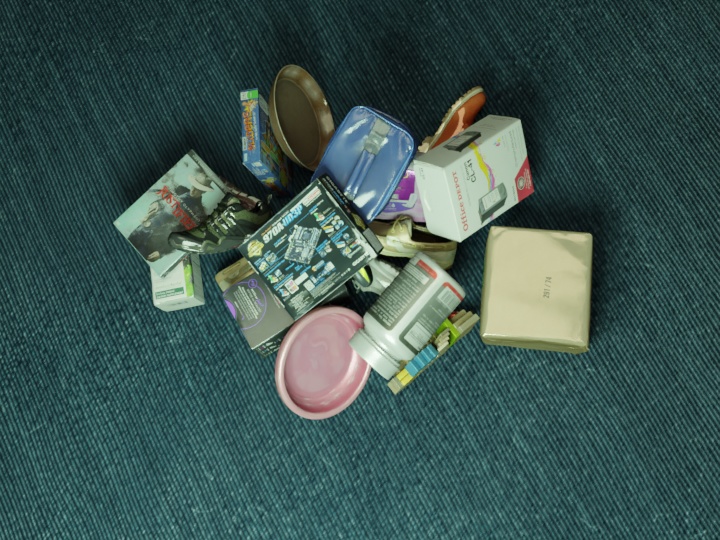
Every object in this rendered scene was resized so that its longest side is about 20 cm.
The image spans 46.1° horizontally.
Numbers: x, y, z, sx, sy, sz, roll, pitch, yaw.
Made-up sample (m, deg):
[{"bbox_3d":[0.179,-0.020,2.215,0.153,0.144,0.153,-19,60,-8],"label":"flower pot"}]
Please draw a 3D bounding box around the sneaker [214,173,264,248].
[{"bbox_3d":[-0.272,-0.109,1.580,0.198,0.076,0.116,25,58,11],"label":"sneaker"}]

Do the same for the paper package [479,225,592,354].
[{"bbox_3d":[0.307,0.035,1.489,0.187,0.104,0.203,5,78,7],"label":"paper package"}]

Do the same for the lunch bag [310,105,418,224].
[{"bbox_3d":[0.002,-0.174,1.433,0.135,0.132,0.202,30,102,4],"label":"lunch bag"}]

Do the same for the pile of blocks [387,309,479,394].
[{"bbox_3d":[0.116,0.129,1.497,0.199,0.082,0.062,-41,76,-4],"label":"pile of blocks"}]

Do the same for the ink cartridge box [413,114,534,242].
[{"bbox_3d":[0.202,-0.164,1.487,0.199,0.149,0.085,-34,33,-28],"label":"ink cartridge box"}]

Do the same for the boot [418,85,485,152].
[{"bbox_3d":[0.189,-0.245,1.587,0.107,0.075,0.201,37,91,10],"label":"boot"}]

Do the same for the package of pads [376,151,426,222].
[{"bbox_3d":[0.043,-0.159,1.550,0.197,0.122,0.076,5,36,8],"label":"package of pads"}]

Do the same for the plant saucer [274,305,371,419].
[{"bbox_3d":[-0.068,0.156,1.477,0.051,0.200,0.202,21,76,52],"label":"plant saucer"}]

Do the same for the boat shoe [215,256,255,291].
[{"bbox_3d":[-0.181,-0.027,1.570,0.199,0.071,0.065,-38,77,-2],"label":"boat shoe"}]

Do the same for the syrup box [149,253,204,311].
[{"bbox_3d":[-0.349,-0.033,1.584,0.077,0.081,0.203,-10,77,3],"label":"syrup box"}]

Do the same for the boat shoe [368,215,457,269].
[{"bbox_3d":[0.081,-0.064,1.536,0.197,0.067,0.074,15,35,-3],"label":"boat shoe"}]

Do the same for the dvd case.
[{"bbox_3d":[-0.334,-0.104,1.546,0.200,0.022,0.146,-43,75,-6],"label":"dvd case"}]

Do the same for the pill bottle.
[{"bbox_3d":[0.077,0.078,1.450,0.114,0.114,0.200,41,89,13],"label":"pill bottle"}]

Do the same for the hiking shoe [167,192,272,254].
[{"bbox_3d":[-0.247,-0.085,1.496,0.197,0.075,0.102,-9,99,-27],"label":"hiking shoe"}]

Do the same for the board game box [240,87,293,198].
[{"bbox_3d":[-0.169,-0.227,1.548,0.034,0.200,0.138,-7,75,11],"label":"board game box"}]

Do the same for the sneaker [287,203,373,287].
[{"bbox_3d":[-0.064,-0.028,1.460,0.199,0.074,0.081,37,98,13],"label":"sneaker"}]

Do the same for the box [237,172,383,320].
[{"bbox_3d":[-0.084,-0.036,1.402,0.199,0.046,0.160,-38,93,25],"label":"box"}]

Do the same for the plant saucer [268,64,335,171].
[{"bbox_3d":[-0.112,-0.278,1.571,0.034,0.199,0.204,-12,74,28],"label":"plant saucer"}]

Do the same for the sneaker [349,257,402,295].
[{"bbox_3d":[0.000,0.000,1.543,0.199,0.075,0.083,34,99,20],"label":"sneaker"}]

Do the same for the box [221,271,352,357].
[{"bbox_3d":[-0.130,0.049,1.528,0.198,0.106,0.123,-32,75,-3],"label":"box"}]
